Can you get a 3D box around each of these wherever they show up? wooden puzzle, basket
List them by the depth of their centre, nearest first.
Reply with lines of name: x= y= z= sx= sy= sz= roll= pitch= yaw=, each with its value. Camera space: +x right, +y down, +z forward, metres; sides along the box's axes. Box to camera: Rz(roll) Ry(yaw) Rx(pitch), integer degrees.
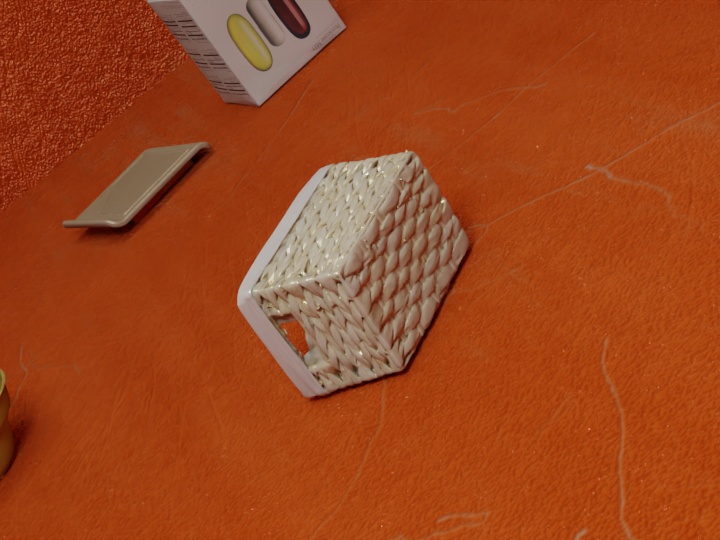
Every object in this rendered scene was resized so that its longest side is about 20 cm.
basket: x=0.000 y=0.000 z=1.395 sx=0.123 sy=0.136 sz=0.200 roll=-12 pitch=34 yaw=39
wooden puzzle: x=-0.325 y=-0.119 z=2.210 sx=0.200 sy=0.037 sz=0.185 roll=-44 pitch=23 yaw=-25

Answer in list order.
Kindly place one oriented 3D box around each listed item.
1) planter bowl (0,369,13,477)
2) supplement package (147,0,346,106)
planter bowl: x=-0.458 y=0.211 z=1.726 sx=0.200 sy=0.084 sz=0.201 roll=-32 pitch=24 yaw=16
supplement package: x=-0.169 y=-0.384 z=2.256 sx=0.191 sy=0.200 sz=0.147 roll=-44 pitch=25 yaw=-14
